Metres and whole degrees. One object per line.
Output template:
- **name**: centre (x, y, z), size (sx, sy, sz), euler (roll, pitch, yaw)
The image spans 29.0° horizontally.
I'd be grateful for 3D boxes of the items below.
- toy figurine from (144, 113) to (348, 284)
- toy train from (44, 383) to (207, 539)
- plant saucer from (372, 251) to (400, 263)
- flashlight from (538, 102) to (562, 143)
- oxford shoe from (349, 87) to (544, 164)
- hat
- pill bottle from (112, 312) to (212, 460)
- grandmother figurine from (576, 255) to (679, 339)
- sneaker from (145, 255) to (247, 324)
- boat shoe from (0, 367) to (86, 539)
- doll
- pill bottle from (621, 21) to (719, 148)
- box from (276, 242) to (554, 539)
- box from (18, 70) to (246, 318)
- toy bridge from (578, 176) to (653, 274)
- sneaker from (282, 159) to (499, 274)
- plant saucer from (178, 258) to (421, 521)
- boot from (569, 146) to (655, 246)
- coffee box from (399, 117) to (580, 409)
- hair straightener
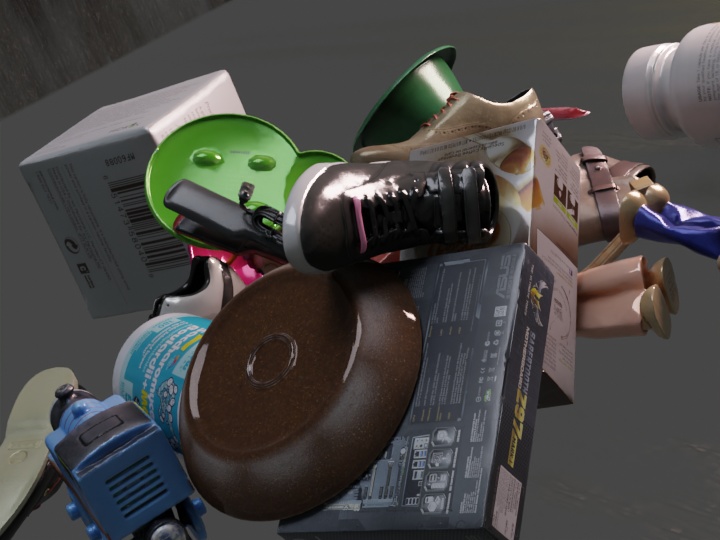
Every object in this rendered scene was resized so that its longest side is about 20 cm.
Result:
- **toy figurine**: centre (-0.101, -0.037, 1.354), size (0.198, 0.184, 0.151), euler (4, 59, 1)
- **toy train**: centre (-0.180, 0.148, 1.029), size (0.086, 0.115, 0.200), euler (-29, 21, -17)
- **plant saucer**: centre (0.000, 0.000, 1.231), size (0.199, 0.037, 0.200), euler (-43, 14, -12)
- **flashlight**: centre (0.110, -0.115, 1.446), size (0.199, 0.068, 0.068), euler (-33, 20, -22)
- **oxford shoe**: centre (0.075, -0.121, 1.250), size (0.199, 0.075, 0.070), euler (-11, 5, -24)
- **hat**: centre (0.112, -0.143, 1.586), size (0.165, 0.176, 0.200), euler (-39, -12, -32)
- **pill bottle**: centre (-0.108, 0.099, 1.080), size (0.110, 0.111, 0.200), euler (-33, 22, -25)
- **grandmother figurine**: centre (0.140, 0.030, 1.069), size (0.199, 0.061, 0.121), euler (-9, 17, 28)
- **sneaker**: centre (-0.174, 0.070, 1.234), size (0.073, 0.080, 0.200), euler (4, 50, 51)
- **boat shoe**: centre (-0.280, 0.174, 1.155), size (0.073, 0.063, 0.202), euler (-1, 42, 23)
- **doll**: centre (0.289, -0.021, 1.011), size (0.199, 0.049, 0.136), euler (14, 19, 35)
- **pill bottle**: centre (0.345, -0.170, 1.264), size (0.199, 0.115, 0.114), euler (-1, 30, 46)
- **box**: centre (0.038, 0.086, 0.915), size (0.157, 0.051, 0.201), euler (-9, 55, 33)
- **box**: centre (-0.220, -0.081, 1.520), size (0.199, 0.200, 0.171), euler (-9, 24, 33)
- **toy bridge**: centre (0.153, -0.010, 1.136), size (0.199, 0.068, 0.027), euler (-21, 20, 0)
- **sneaker**: centre (0.029, -0.042, 0.934), size (0.099, 0.071, 0.200), euler (0, 11, 29)
- **plant saucer**: centre (-0.052, 0.068, 0.937), size (0.199, 0.037, 0.201), euler (-21, 48, 25)
- **boot**: centre (0.175, -0.040, 1.202), size (0.145, 0.071, 0.201), euler (0, 40, 24)
- **coffee box**: centre (0.095, 0.000, 1.026), size (0.114, 0.080, 0.201), euler (-13, 54, 29)
- **hair straightener**: centre (-0.090, -0.034, 1.177), size (0.199, 0.077, 0.041), euler (27, 61, 30)
